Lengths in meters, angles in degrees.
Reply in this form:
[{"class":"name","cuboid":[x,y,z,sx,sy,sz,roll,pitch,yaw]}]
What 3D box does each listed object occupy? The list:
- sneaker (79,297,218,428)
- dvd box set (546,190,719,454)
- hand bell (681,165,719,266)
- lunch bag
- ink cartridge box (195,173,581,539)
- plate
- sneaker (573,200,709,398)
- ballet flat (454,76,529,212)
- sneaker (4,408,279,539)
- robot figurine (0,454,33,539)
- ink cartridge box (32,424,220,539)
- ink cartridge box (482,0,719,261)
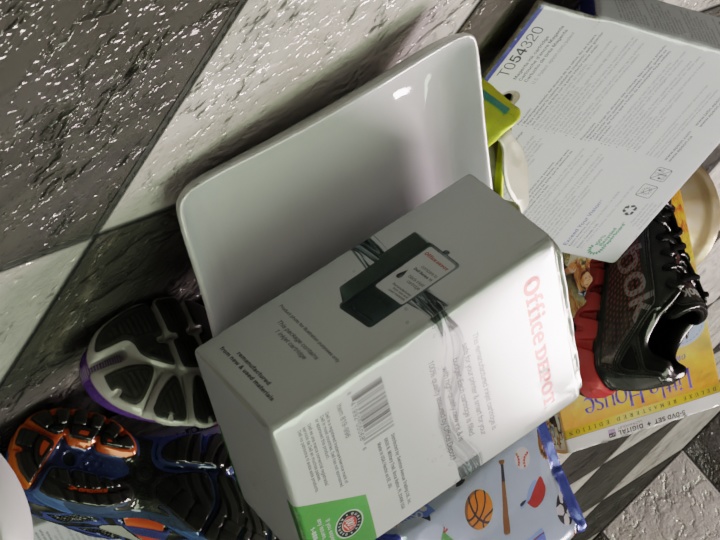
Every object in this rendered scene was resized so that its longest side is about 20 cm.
[{"class":"sneaker","cuboid":[-0.108,0.068,1.356,0.083,0.081,0.200,-28,166,24]},{"class":"dvd box set","cuboid":[0.184,0.020,1.655,0.146,0.200,0.029,-14,-175,-26]},{"class":"hand bell","cuboid":[0.187,-0.046,1.773,0.200,0.104,0.104,1,138,-50]},{"class":"lunch bag","cuboid":[0.025,0.181,1.559,0.200,0.124,0.170,-2,-155,46]},{"class":"ink cartridge box","cuboid":[0.021,0.059,1.292,0.200,0.083,0.147,-32,139,-18]},{"class":"plate","cuboid":[-0.012,-0.024,1.282,0.199,0.032,0.200,-31,139,-19]},{"class":"sneaker","cuboid":[0.203,-0.006,1.587,0.071,0.098,0.201,15,81,-55]},{"class":"ballet flat","cuboid":[0.072,-0.039,1.380,0.067,0.067,0.200,-52,156,-33]},{"class":"sneaker","cuboid":[-0.131,0.135,1.379,0.200,0.075,0.078,21,151,-24]},{"class":"robot figurine","cuboid":[-0.257,0.146,1.117,0.150,0.125,0.200,-6,-167,43]},{"class":"ink cartridge box","cuboid":[-0.164,0.161,1.503,0.200,0.043,0.196,-17,162,-6]},{"class":"ink cartridge box","cuboid":[0.137,-0.096,1.447,0.200,0.043,0.196,12,134,-31]}]
